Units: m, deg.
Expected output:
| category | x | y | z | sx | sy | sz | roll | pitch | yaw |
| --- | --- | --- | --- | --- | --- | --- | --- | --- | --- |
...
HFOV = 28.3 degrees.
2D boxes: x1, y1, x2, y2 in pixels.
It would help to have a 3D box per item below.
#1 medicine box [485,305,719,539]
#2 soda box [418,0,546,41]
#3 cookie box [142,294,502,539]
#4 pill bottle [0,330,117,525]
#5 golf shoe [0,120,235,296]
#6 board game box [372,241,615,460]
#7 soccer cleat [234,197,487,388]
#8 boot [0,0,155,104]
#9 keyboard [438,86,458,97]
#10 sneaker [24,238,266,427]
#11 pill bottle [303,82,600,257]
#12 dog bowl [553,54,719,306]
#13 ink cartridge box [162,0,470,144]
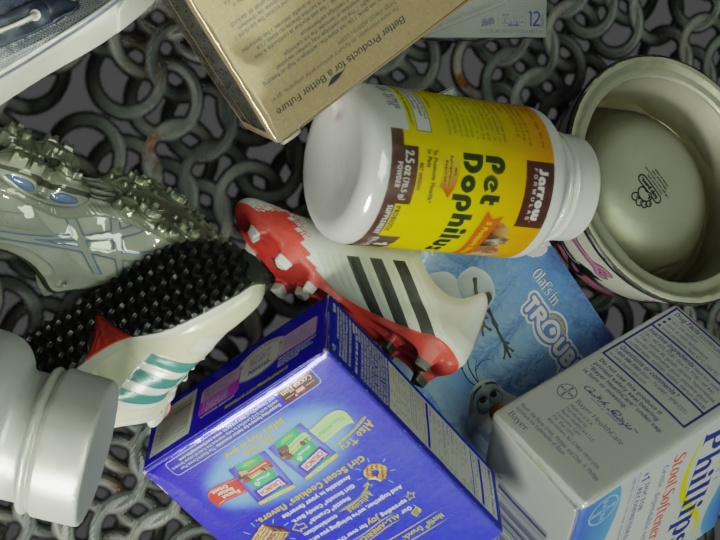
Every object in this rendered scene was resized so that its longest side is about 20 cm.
| category | x | y | z | sx | sy | sz | roll | pitch | yaw |
| --- | --- | --- | --- | --- | --- | --- | --- | --- | --- |
| medicine box | 0.195 | 0.157 | 1.108 | 0.199 | 0.103 | 0.183 | -26 | 142 | -27 |
| soda box | 0.039 | -0.201 | 1.051 | 0.198 | 0.068 | 0.064 | -4 | 99 | -26 |
| cookie box | -0.025 | 0.143 | 1.015 | 0.170 | 0.075 | 0.200 | -33 | 115 | 20 |
| pill bottle | -0.254 | 0.086 | 0.862 | 0.198 | 0.114 | 0.116 | 15 | 90 | -1 |
| golf shoe | -0.178 | -0.021 | 0.974 | 0.199 | 0.078 | 0.098 | 24 | 108 | -26 |
| board game box | 0.084 | 0.061 | 1.114 | 0.199 | 0.043 | 0.201 | -43 | 112 | -12 |
| soccer cleat | 0.000 | 0.000 | 1.028 | 0.199 | 0.069 | 0.085 | 34 | 67 | 9 |
| boot | -0.217 | -0.176 | 0.915 | 0.199 | 0.073 | 0.091 | -38 | 121 | -17 |
| keyboard | 0.083 | -0.041 | 1.130 | 0.056 | 0.011 | 0.202 | -29 | 110 | -27 |
| sneaker | -0.140 | 0.053 | 0.962 | 0.198 | 0.071 | 0.094 | -29 | 138 | 10 |
| pill bottle | 0.067 | -0.067 | 1.002 | 0.198 | 0.109 | 0.111 | 4 | 95 | -29 |
| dog bowl | 0.227 | -0.064 | 1.135 | 0.198 | 0.074 | 0.202 | 7 | 74 | -26 |
| ink cartridge box | -0.029 | -0.209 | 0.931 | 0.199 | 0.075 | 0.166 | -38 | 115 | -13 |
